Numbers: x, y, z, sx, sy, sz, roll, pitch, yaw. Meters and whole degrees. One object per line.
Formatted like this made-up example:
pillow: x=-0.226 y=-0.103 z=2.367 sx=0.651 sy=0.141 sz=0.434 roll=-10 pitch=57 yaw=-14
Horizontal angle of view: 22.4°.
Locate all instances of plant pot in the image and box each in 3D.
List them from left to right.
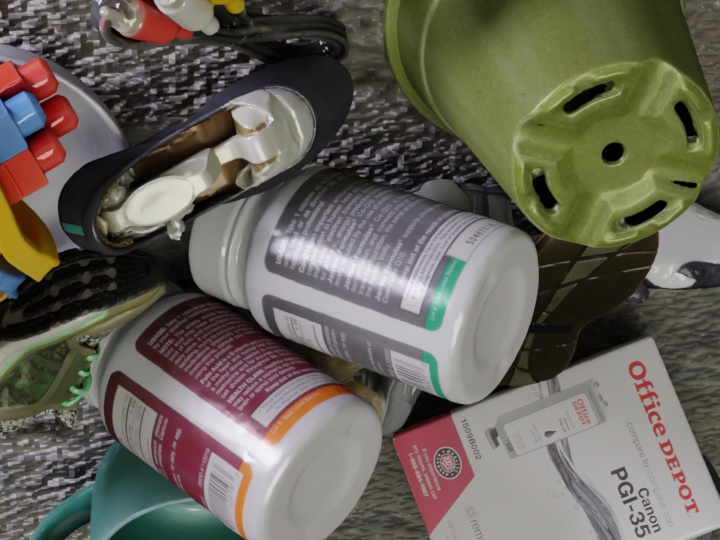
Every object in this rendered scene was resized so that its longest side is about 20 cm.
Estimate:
plant pot: x=0.129 y=-0.113 z=1.089 sx=0.199 sy=0.190 sz=0.200 roll=-6 pitch=125 yaw=-8

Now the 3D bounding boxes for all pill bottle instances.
pill bottle: x=-0.094 y=0.085 z=1.163 sx=0.114 sy=0.200 sz=0.114 roll=-36 pitch=144 yaw=-32
pill bottle: x=0.000 y=0.000 z=1.132 sx=0.200 sy=0.113 sz=0.113 roll=20 pitch=129 yaw=26

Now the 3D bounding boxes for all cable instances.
cable: x=-0.080 y=-0.137 z=1.069 sx=0.097 sy=0.050 sz=0.200 roll=-32 pitch=151 yaw=19

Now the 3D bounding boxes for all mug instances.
mug: x=-0.126 y=0.163 z=1.266 sx=0.185 sy=0.115 sz=0.152 roll=15 pitch=127 yaw=-19

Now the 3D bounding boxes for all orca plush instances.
orca plush: x=0.207 y=-0.027 z=1.257 sx=0.199 sy=0.071 sz=0.106 roll=-6 pitch=80 yaw=-13

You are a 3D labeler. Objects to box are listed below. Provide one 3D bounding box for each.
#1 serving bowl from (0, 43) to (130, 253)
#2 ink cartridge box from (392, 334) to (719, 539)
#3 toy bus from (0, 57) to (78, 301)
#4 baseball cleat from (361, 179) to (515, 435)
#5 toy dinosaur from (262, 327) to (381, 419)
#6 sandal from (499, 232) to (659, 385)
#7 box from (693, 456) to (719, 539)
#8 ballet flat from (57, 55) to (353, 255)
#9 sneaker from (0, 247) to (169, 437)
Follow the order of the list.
serving bowl: x=-0.239 y=-0.059 z=1.126 sx=0.200 sy=0.066 sz=0.201 roll=-6 pitch=125 yaw=-8
ink cartridge box: x=0.142 y=0.147 z=1.291 sx=0.200 sy=0.147 sz=0.083 roll=-22 pitch=170 yaw=4
toy bus: x=-0.240 y=-0.030 z=1.041 sx=0.192 sy=0.136 sz=0.200 roll=-29 pitch=128 yaw=-11
baseball cleat: x=0.062 y=0.033 z=1.249 sx=0.106 sy=0.070 sz=0.200 roll=5 pitch=123 yaw=-14
toy dinosaur: x=-0.023 y=0.065 z=1.210 sx=0.200 sy=0.058 sz=0.101 roll=-9 pitch=104 yaw=23
sandal: x=0.128 y=0.010 z=1.194 sx=0.081 sy=0.055 sz=0.200 roll=4 pitch=146 yaw=-14
box: x=0.180 y=0.233 z=1.421 sx=0.157 sy=0.051 sz=0.200 roll=4 pitch=122 yaw=-14
ballet flat: x=-0.085 y=-0.065 z=1.083 sx=0.200 sy=0.073 sz=0.073 roll=-27 pitch=126 yaw=-10
sneaker: x=-0.192 y=0.055 z=1.132 sx=0.200 sy=0.077 sz=0.089 roll=-29 pitch=126 yaw=18
